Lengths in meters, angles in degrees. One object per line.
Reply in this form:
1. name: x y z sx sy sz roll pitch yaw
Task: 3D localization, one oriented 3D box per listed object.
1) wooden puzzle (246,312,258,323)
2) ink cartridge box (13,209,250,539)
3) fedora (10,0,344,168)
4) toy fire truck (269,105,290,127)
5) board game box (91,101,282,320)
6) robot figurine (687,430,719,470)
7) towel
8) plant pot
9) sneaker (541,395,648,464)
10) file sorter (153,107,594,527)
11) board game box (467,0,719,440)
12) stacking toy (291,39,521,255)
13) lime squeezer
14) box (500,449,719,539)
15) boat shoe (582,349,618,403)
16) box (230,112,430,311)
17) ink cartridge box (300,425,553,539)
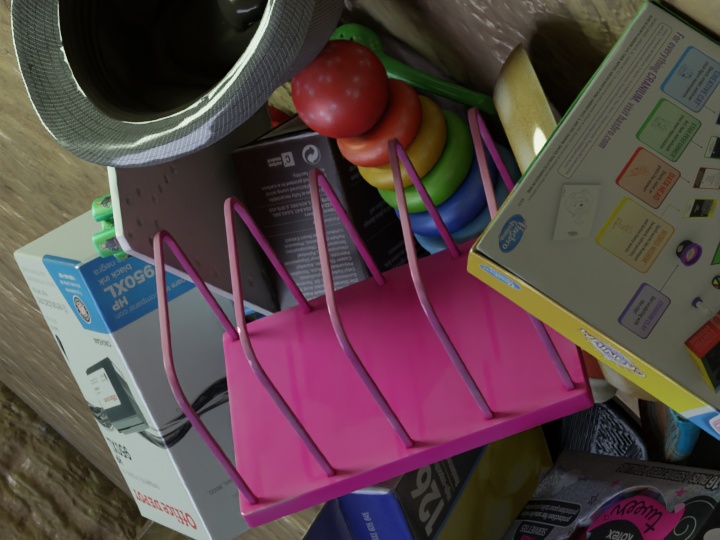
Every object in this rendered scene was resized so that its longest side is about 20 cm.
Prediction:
1. wooden puzzle: -0.051 0.070 1.591 0.185 0.046 0.200 34 168 -21
2. ink cartridge box: -0.123 0.062 1.483 0.200 0.084 0.145 65 160 -14
3. fedora: -0.084 -0.145 1.266 0.090 0.200 0.177 4 -123 -54
4. toy fire truck: -0.020 -0.038 1.599 0.168 0.112 0.200 -11 137 38
5. board game box: -0.106 -0.078 1.396 0.026 0.200 0.200 -18 158 23
6. robot figurine: 0.252 0.122 1.407 0.170 0.113 0.200 64 160 -10
7. towel: 0.167 0.039 1.338 0.022 0.147 0.200 -7 162 0
8. plant pot: 0.110 -0.021 1.228 0.200 0.027 0.200 -23 -90 -85
9. sneaker: 0.111 0.059 1.545 0.200 0.121 0.084 31 122 6
10. file sorter: 0.001 0.019 1.264 0.139 0.200 0.126 -100 -15 -45
11. board game box: 0.173 -0.009 1.091 0.200 0.153 0.040 35 168 8
12. stacking toy: 0.031 -0.063 1.339 0.085 0.085 0.200 20 167 49
13. lime squeezer: -0.005 -0.127 1.399 0.071 0.038 0.200 6 -174 -37
14. box: 0.172 0.189 1.346 0.132 0.115 0.200 42 164 -18
15. boat shoe: 0.124 0.034 1.419 0.071 0.063 0.200 -3 -174 -6
16. box: 0.000 0.000 1.436 0.075 0.100 0.200 -11 103 30
17. ink cartridge box: 0.045 0.145 1.396 0.047 0.200 0.198 13 146 25
